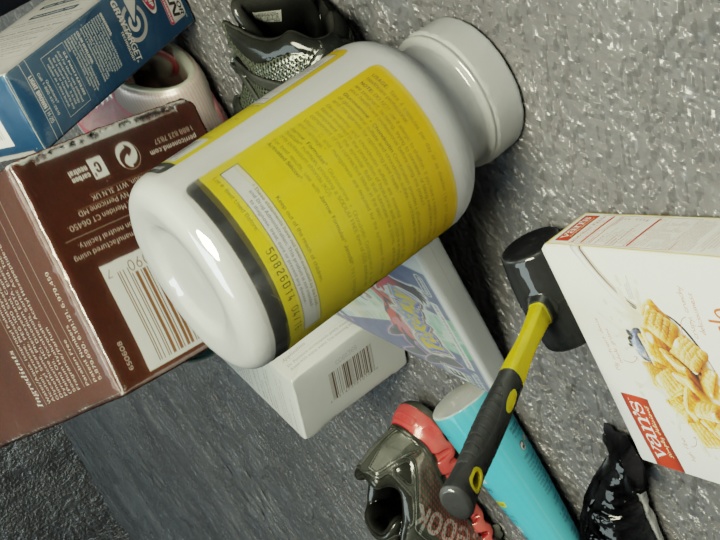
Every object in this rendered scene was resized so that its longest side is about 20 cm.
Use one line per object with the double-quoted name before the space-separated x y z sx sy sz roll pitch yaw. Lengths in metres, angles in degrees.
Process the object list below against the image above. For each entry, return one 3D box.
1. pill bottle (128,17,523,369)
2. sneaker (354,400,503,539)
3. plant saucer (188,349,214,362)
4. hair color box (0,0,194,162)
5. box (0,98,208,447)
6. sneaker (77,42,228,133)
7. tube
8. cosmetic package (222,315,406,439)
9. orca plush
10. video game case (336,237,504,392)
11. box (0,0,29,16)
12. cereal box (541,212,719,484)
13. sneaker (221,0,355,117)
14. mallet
"pill bottle" -0.012 -0.048 0.622 0.112 0.199 0.113 44 156 25
"sneaker" 0.056 0.210 0.997 0.071 0.098 0.202 15 137 55
"plant saucer" -0.186 -0.010 1.073 0.027 0.200 0.201 -25 102 31
"hair color box" -0.216 -0.154 0.868 0.099 0.201 0.061 -5 124 33
"box" -0.196 0.005 0.869 0.199 0.165 0.166 -23 95 45
"sneaker" -0.186 -0.151 1.006 0.199 0.075 0.105 24 148 40
"tube" 0.127 0.170 0.864 0.201 0.050 0.077 56 -172 -9
"cosmetic package" -0.069 0.027 0.976 0.200 0.112 0.082 40 154 36
"orca plush" 0.170 0.200 0.778 0.105 0.071 0.201 38 153 36
"video game case" 0.000 0.000 0.792 0.181 0.023 0.200 26 163 33
"box" -0.286 -0.317 0.915 0.200 0.123 0.200 58 159 -12
"cereal box" 0.183 0.044 0.568 0.199 0.039 0.145 7 128 62
"sneaker" -0.052 -0.123 0.775 0.199 0.076 0.115 2 117 66
"mallet" 0.084 0.060 0.617 0.041 0.201 0.066 -18 120 34
